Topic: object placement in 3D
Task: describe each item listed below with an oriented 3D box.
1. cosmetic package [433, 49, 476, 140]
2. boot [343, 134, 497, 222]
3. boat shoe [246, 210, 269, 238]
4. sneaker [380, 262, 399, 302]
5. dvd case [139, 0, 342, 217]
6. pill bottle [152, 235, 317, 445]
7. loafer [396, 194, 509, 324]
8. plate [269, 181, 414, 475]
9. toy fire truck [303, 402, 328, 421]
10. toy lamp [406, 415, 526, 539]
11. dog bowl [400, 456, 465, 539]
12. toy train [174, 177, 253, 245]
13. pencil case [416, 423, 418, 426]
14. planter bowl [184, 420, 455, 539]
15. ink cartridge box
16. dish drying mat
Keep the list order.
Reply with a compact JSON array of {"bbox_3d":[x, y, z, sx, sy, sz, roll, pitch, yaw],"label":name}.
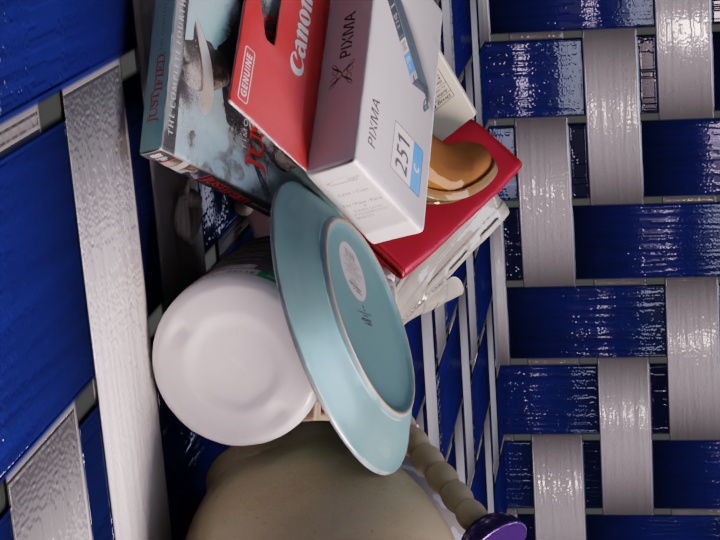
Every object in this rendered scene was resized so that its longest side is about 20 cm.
[{"bbox_3d":[-0.004,-0.175,1.316,0.200,0.105,0.071,57,-7,-36],"label":"cosmetic package"},{"bbox_3d":[0.024,-0.122,1.274,0.200,0.074,0.155,-19,101,-45],"label":"boot"},{"bbox_3d":[-0.050,-0.059,1.372,0.200,0.072,0.068,-89,171,-57],"label":"boat shoe"},{"bbox_3d":[0.000,0.000,1.379,0.200,0.077,0.082,-65,-179,-46],"label":"sneaker"},{"bbox_3d":[-0.069,-0.114,1.105,0.200,0.022,0.146,26,63,-52],"label":"dvd case"},{"bbox_3d":[-0.062,0.038,1.145,0.200,0.113,0.113,-53,141,-74],"label":"pill bottle"},{"bbox_3d":[0.057,0.006,1.446,0.200,0.070,0.070,-54,-164,-8],"label":"loafer"},{"bbox_3d":[-0.003,0.033,1.082,0.200,0.026,0.200,57,21,-37],"label":"plate"},{"bbox_3d":[-0.044,0.086,1.424,0.200,0.049,0.141,-50,137,-76],"label":"toy fire truck"},{"bbox_3d":[0.042,0.125,1.193,0.200,0.058,0.058,51,-14,34],"label":"toy lamp"},{"bbox_3d":[-0.007,0.225,1.238,0.059,0.200,0.200,11,77,-57],"label":"dog bowl"},{"bbox_3d":[-0.085,-0.095,1.198,0.200,0.056,0.150,-62,149,-71],"label":"toy train"},{"bbox_3d":[0.002,0.225,1.548,0.091,0.094,0.200,77,16,-49],"label":"pencil case"},{"bbox_3d":[-0.033,0.185,1.121,0.200,0.200,0.135,73,2,-58],"label":"planter bowl"},{"bbox_3d":[-0.010,-0.147,1.136,0.176,0.045,0.200,43,42,-44],"label":"ink cartridge box"},{"bbox_3d":[0.059,-0.064,1.391,0.200,0.077,0.018,-42,173,-44],"label":"dish drying mat"}]
